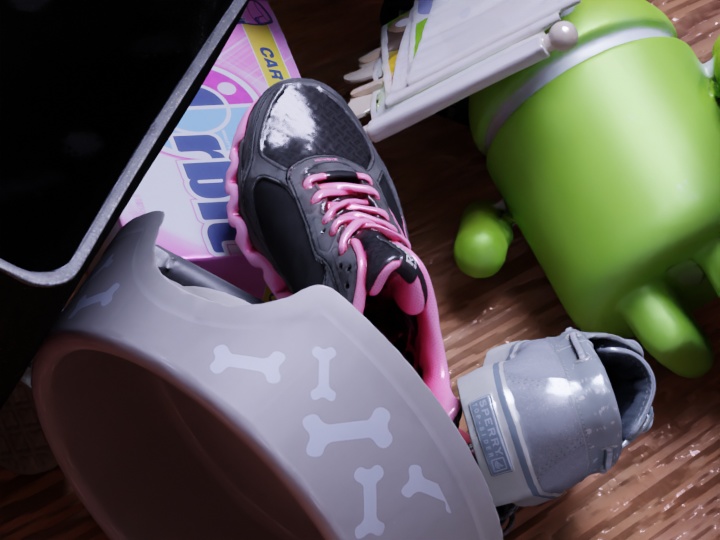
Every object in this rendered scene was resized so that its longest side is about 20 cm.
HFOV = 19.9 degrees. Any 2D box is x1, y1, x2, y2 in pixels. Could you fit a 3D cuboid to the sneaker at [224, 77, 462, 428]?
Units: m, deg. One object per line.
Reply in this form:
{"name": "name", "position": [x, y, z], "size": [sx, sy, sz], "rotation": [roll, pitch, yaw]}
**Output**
{"name": "sneaker", "position": [0.000, 0.000, 0.840], "size": [0.078, 0.095, 0.201], "rotation": [-5, 65, -23]}

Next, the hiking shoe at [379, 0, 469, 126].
{"name": "hiking shoe", "position": [0.063, -0.154, 1.132], "size": [0.100, 0.076, 0.201], "rotation": [11, 42, -12]}

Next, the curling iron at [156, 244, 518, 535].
{"name": "curling iron", "position": [-0.010, 0.050, 0.879], "size": [0.200, 0.026, 0.050], "rotation": [39, 35, -6]}

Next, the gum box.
{"name": "gum box", "position": [-0.081, -0.054, 0.979], "size": [0.113, 0.066, 0.201], "rotation": [-4, 46, -21]}

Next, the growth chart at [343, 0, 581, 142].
{"name": "growth chart", "position": [0.058, -0.127, 0.998], "size": [0.018, 0.144, 0.200], "rotation": [56, 29, -22]}

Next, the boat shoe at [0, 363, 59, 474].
{"name": "boat shoe", "position": [-0.188, 0.010, 0.873], "size": [0.199, 0.075, 0.062], "rotation": [34, 37, 12]}

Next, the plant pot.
{"name": "plant pot", "position": [-0.177, -0.036, 0.737], "size": [0.199, 0.178, 0.200], "rotation": [25, 42, 0]}

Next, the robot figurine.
{"name": "robot figurine", "position": [0.127, -0.049, 0.993], "size": [0.201, 0.175, 0.116], "rotation": [63, 17, 22]}

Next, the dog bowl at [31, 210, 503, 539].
{"name": "dog bowl", "position": [-0.042, 0.075, 0.766], "size": [0.200, 0.201, 0.059], "rotation": [35, 59, 19]}

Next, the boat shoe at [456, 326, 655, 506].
{"name": "boat shoe", "position": [0.089, 0.059, 0.847], "size": [0.071, 0.201, 0.071], "rotation": [-16, 87, 10]}
